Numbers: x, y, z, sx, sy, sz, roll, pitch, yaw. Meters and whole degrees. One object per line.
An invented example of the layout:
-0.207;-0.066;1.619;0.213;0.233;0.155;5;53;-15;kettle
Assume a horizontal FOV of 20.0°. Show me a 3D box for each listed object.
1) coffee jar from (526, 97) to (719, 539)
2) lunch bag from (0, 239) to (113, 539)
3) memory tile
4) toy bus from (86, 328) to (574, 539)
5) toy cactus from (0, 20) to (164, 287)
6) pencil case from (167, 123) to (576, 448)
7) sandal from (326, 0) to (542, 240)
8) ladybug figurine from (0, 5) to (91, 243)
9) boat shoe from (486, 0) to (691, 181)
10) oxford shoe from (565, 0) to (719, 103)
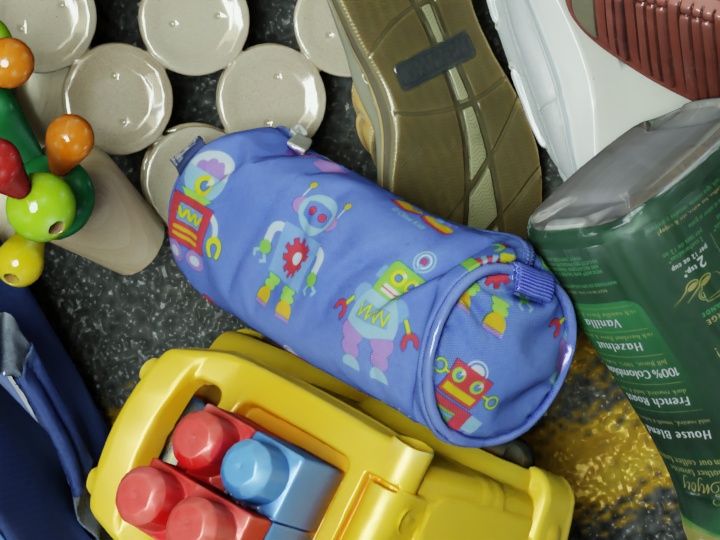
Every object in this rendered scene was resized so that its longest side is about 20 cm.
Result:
0.155;0.039;0.831;0.104;0.085;0.201;-38;108;-28;coffee jar
-0.187;0.074;0.900;0.132;0.136;0.201;-12;128;14;lunch bag
-0.058;-0.131;0.916;0.153;0.017;0.200;45;87;-9;memory tile
-0.043;0.093;0.846;0.200;0.192;0.136;26;90;37;toy bus
-0.149;-0.043;0.850;0.200;0.165;0.102;27;80;49;toy cactus
0.000;0.000;0.842;0.200;0.078;0.087;29;100;46;pencil case
0.025;-0.076;0.908;0.080;0.054;0.201;-23;102;-21;sandal
-0.188;-0.081;0.959;0.135;0.072;0.201;23;97;12;ladybug figurine
0.099;-0.080;0.888;0.072;0.068;0.201;-28;97;-21;boat shoe
0.182;-0.102;0.813;0.199;0.071;0.075;16;68;15;oxford shoe
